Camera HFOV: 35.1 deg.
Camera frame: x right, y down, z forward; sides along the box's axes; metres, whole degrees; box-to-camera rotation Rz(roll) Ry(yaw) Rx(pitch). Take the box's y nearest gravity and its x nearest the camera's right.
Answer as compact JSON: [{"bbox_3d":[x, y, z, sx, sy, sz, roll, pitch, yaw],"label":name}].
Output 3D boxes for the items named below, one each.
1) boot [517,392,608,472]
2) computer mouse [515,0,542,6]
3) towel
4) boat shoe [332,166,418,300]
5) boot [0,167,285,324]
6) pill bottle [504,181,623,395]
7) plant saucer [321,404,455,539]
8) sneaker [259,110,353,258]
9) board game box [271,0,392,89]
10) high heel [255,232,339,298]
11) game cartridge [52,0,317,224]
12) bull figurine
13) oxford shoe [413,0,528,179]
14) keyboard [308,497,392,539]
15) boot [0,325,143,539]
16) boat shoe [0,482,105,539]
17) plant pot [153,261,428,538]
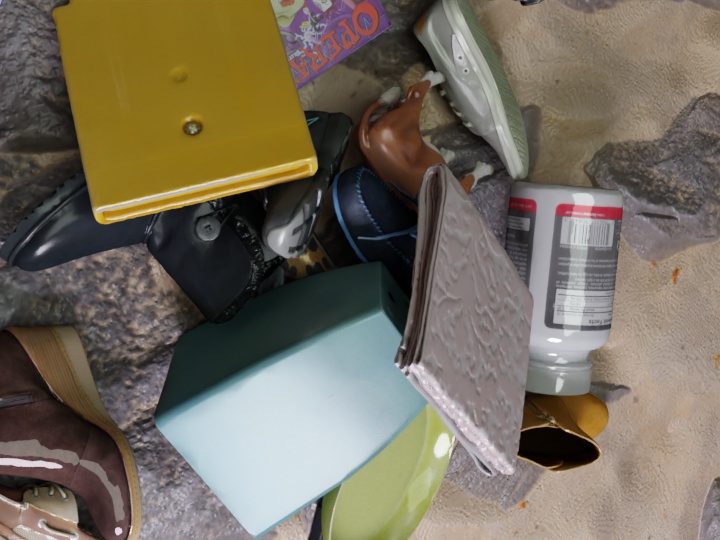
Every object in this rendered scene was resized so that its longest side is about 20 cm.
[{"bbox_3d":[0.197,0.162,1.115,0.200,0.144,0.071,4,96,-26],"label":"boot"},{"bbox_3d":[0.065,-0.281,1.017,0.199,0.139,0.053,21,106,-18],"label":"computer mouse"},{"bbox_3d":[0.090,0.044,0.933,0.200,0.032,0.192,51,41,-45],"label":"towel"},{"bbox_3d":[0.051,-0.027,0.987,0.200,0.068,0.084,43,45,-43],"label":"boat shoe"},{"bbox_3d":[-0.167,-0.019,0.934,0.200,0.076,0.168,-41,92,-21],"label":"boot"},{"bbox_3d":[0.193,0.016,1.111,0.110,0.111,0.201,2,96,-25],"label":"pill bottle"},{"bbox_3d":[0.023,0.187,1.050,0.200,0.031,0.201,-35,137,-41],"label":"plant saucer"},{"bbox_3d":[-0.062,-0.078,0.953,0.079,0.200,0.076,20,123,-2],"label":"sneaker"},{"bbox_3d":[-0.079,-0.215,0.999,0.200,0.032,0.120,-38,115,-16],"label":"board game box"},{"bbox_3d":[0.000,0.000,1.038,0.199,0.071,0.143,0,104,-16],"label":"high heel"},{"bbox_3d":[-0.142,-0.147,0.904,0.176,0.032,0.201,-13,66,-7],"label":"game cartridge"},{"bbox_3d":[0.059,-0.083,1.046,0.122,0.065,0.200,-58,138,-29],"label":"bull figurine"},{"bbox_3d":[0.108,-0.170,1.080,0.058,0.075,0.200,-20,120,21],"label":"oxford shoe"},{"bbox_3d":[-0.003,0.202,1.085,0.104,0.040,0.201,15,90,-27],"label":"keyboard"},{"bbox_3d":[-0.275,0.146,0.900,0.166,0.072,0.201,-16,76,-37],"label":"boot"},{"bbox_3d":[-0.270,0.210,0.948,0.200,0.076,0.072,48,69,-29],"label":"boat shoe"},{"bbox_3d":[-0.041,0.091,0.951,0.200,0.141,0.141,-31,112,13],"label":"plant pot"}]
